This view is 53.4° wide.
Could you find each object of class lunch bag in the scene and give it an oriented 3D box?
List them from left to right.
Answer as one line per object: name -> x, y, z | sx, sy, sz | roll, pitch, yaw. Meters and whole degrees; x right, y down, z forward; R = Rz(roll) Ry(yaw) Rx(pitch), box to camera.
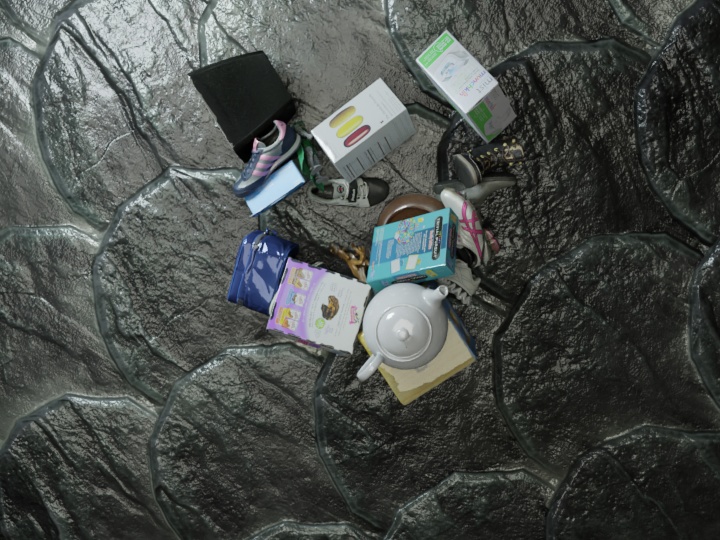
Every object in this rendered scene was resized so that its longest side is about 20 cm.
lunch bag -> -0.239, -0.005, 1.720 | 0.131, 0.136, 0.201 | 17, 100, 5

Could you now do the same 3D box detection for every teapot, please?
teapot -> 0.088, 0.126, 1.496 | 0.196, 0.146, 0.202 | -1, 97, 8

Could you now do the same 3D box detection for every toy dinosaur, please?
toy dinosaur -> 0.000, 0.000, 1.708 | 0.106, 0.060, 0.201 | -54, 56, 37

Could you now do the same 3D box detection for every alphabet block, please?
alphabet block -> 0.135, 0.159, 1.663 | 0.199, 0.195, 0.197 | -34, 90, 11

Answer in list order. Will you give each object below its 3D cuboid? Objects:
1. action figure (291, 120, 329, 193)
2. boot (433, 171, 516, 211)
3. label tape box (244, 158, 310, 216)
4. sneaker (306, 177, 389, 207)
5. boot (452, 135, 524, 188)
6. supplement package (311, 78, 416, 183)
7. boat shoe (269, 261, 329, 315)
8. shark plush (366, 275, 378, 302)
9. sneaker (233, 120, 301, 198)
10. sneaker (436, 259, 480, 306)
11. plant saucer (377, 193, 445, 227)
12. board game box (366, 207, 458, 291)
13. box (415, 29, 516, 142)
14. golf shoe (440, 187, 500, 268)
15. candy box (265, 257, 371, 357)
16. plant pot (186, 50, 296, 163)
action figure -> -0.124, -0.284, 1.668 | 0.054, 0.118, 0.201 | -25, 52, 4
boot -> 0.273, -0.155, 1.679 | 0.199, 0.068, 0.132 | -9, 105, 11
label tape box -> -0.193, -0.194, 1.658 | 0.143, 0.200, 0.066 | -34, 95, 10
sneaker -> -0.031, -0.183, 1.697 | 0.198, 0.089, 0.075 | -3, 95, 7
boot -> 0.289, -0.245, 1.595 | 0.150, 0.200, 0.074 | -18, 102, 4
supplement package -> 0.008, -0.316, 1.633 | 0.200, 0.110, 0.114 | -37, 65, 2
boat shoe -> -0.136, 0.050, 1.696 | 0.062, 0.200, 0.075 | 34, 140, 24
shark plush -> 0.023, 0.040, 1.738 | 0.199, 0.091, 0.084 | -20, 94, 36
sneaker -> -0.228, -0.253, 1.603 | 0.200, 0.082, 0.070 | -46, 45, 4
sneaker -> 0.206, 0.001, 1.666 | 0.081, 0.075, 0.200 | -51, 127, 1
plant saucer -> 0.131, -0.080, 1.689 | 0.199, 0.034, 0.202 | 5, 109, 15
board game box -> 0.116, -0.045, 1.590 | 0.199, 0.047, 0.152 | -13, 53, 32
box -> 0.235, -0.395, 1.553 | 0.097, 0.200, 0.177 | -42, 69, 12
golf shoe -> 0.235, -0.095, 1.623 | 0.092, 0.073, 0.200 | -40, 108, -9
candy box -> -0.094, 0.085, 1.612 | 0.199, 0.072, 0.169 | 18, 75, -5
plant pot -> -0.258, -0.391, 1.656 | 0.177, 0.200, 0.200 | -32, 92, -1
